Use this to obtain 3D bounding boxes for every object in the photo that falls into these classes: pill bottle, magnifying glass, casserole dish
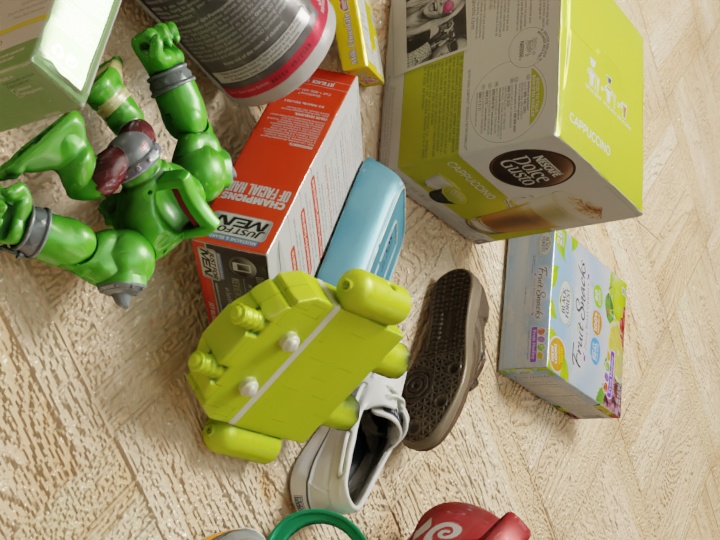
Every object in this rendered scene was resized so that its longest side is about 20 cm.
[{"bbox_3d":[-0.112,-0.222,0.871,0.200,0.109,0.112,45,48,-42],"label":"pill bottle"},{"bbox_3d":[0.016,0.249,0.908,0.080,0.198,0.022,-57,160,-24],"label":"magnifying glass"},{"bbox_3d":[0.000,0.000,1.007,0.122,0.038,0.202,87,20,-56],"label":"casserole dish"}]

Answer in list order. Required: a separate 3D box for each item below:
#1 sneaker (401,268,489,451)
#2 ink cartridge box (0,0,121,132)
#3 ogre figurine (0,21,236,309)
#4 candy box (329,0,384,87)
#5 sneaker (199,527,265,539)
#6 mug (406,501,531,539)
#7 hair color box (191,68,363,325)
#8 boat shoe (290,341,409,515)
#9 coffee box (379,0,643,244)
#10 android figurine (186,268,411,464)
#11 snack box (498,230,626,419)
[{"bbox_3d":[0.092,0.095,1.148,0.076,0.070,0.202,51,45,-38],"label":"sneaker"},{"bbox_3d":[-0.193,-0.172,0.709,0.048,0.144,0.203,41,51,-42],"label":"ink cartridge box"},{"bbox_3d":[-0.155,-0.062,0.790,0.120,0.097,0.201,51,32,-21],"label":"ogre figurine"},{"bbox_3d":[-0.004,-0.215,1.028,0.200,0.026,0.104,-42,120,-83],"label":"candy box"},{"bbox_3d":[-0.105,0.258,0.815,0.079,0.076,0.201,61,38,-25],"label":"sneaker"},{"bbox_3d":[0.050,0.282,0.988,0.199,0.132,0.180,-32,133,-49],"label":"mug"},{"bbox_3d":[-0.058,-0.052,0.928,0.112,0.063,0.201,86,20,-48],"label":"hair color box"},{"bbox_3d":[0.010,0.131,1.021,0.074,0.065,0.201,56,42,-32],"label":"boat shoe"},{"bbox_3d":[0.155,-0.165,1.179,0.199,0.196,0.203,29,60,-50],"label":"coffee box"},{"bbox_3d":[-0.046,0.068,0.883,0.199,0.182,0.041,27,21,-53],"label":"android figurine"},{"bbox_3d":[0.236,0.063,1.371,0.199,0.067,0.171,30,60,-48],"label":"snack box"}]
